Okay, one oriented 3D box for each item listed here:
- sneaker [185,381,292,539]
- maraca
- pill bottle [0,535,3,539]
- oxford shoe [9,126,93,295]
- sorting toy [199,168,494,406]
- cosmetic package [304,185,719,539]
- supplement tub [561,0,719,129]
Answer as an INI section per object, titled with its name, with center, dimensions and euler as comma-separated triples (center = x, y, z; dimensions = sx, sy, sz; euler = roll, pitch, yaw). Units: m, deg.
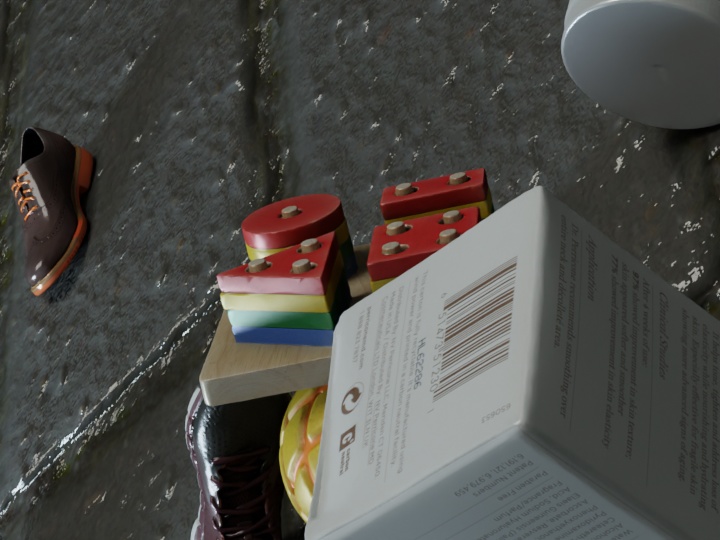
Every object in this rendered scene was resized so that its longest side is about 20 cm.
[sneaker]
center = -0.067, 0.163, 1.683
dimensions = 0.116, 0.075, 0.201
euler = -110, 16, -46
[maraca]
center = 0.000, 0.107, 1.657
dimensions = 0.200, 0.106, 0.138
euler = -115, 40, -76
[pill bottle]
center = -0.342, 0.291, 2.017
dimensions = 0.112, 0.112, 0.201
euler = -30, 35, 41
[oxford shoe]
center = -0.299, -0.056, 2.394
dimensions = 0.071, 0.072, 0.201
euler = -40, 30, 26
[sorting toy]
center = 0.000, 0.000, 1.650
dimensions = 0.197, 0.070, 0.200
euler = -11, 19, 9
[cosmetic package]
center = 0.103, 0.100, 1.375
dimensions = 0.166, 0.200, 0.168
euler = -34, 33, 36
[supplement tub]
center = 0.209, -0.206, 1.635
dimensions = 0.132, 0.132, 0.201
euler = -24, 40, 47
